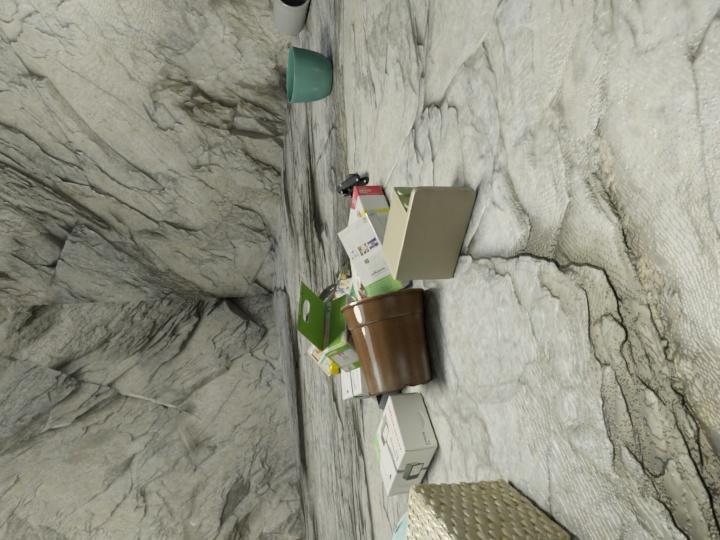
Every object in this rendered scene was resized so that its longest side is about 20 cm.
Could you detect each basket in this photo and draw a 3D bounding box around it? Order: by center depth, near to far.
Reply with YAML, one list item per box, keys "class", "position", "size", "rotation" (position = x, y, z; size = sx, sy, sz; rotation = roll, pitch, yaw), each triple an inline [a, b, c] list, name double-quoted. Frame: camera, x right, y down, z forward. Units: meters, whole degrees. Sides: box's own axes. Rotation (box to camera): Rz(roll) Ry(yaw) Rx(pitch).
- class: "basket"
  position: [0.180, 0.432, 0.806]
  size: [0.200, 0.192, 0.167]
  rotation: [-168, 81, -74]

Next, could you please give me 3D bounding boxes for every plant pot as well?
- class: "plant pot"
  position: [0.071, 0.163, 1.207]
  size: [0.200, 0.194, 0.204]
  rotation: [138, 120, -69]
- class: "plant pot"
  position: [-0.195, -0.750, 2.086]
  size: [0.200, 0.156, 0.208]
  rotation: [178, 90, -75]

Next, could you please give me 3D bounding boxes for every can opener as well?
- class: "can opener"
  position: [-0.030, -0.275, 1.717]
  size: [0.199, 0.061, 0.081]
  rotation: [-176, 85, -75]

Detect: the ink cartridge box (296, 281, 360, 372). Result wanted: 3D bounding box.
- class: "ink cartridge box"
  position: [-0.060, 0.123, 1.279]
  size: [0.200, 0.074, 0.151]
  rotation: [46, -148, -37]

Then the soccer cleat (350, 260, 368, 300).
- class: "soccer cleat"
  position: [0.000, 0.000, 1.636]
  size: [0.077, 0.067, 0.207]
  rotation: [174, 92, -77]

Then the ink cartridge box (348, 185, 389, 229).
- class: "ink cartridge box"
  position: [0.031, -0.114, 1.479]
  size: [0.203, 0.081, 0.148]
  rotation: [-109, 23, -45]

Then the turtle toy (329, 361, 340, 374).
- class: "turtle toy"
  position: [-0.021, 0.270, 1.638]
  size: [0.101, 0.141, 0.206]
  rotation: [-76, -10, -73]

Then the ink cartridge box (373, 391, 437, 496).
- class: "ink cartridge box"
  position: [0.101, 0.410, 1.274]
  size: [0.148, 0.081, 0.204]
  rotation: [-108, 23, -46]

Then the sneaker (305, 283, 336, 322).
- class: "sneaker"
  position: [-0.119, 0.147, 2.079]
  size: [0.202, 0.112, 0.077]
  rotation: [-56, 24, 17]

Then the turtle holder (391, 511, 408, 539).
- class: "turtle holder"
  position: [0.130, 0.545, 1.084]
  size: [0.133, 0.136, 0.191]
  rotation: [-117, 28, -58]

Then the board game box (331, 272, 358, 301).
- class: "board game box"
  position: [-0.053, 0.118, 1.712]
  size: [0.103, 0.023, 0.206]
  rotation: [15, 88, 37]

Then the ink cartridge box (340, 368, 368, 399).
- class: "ink cartridge box"
  position: [0.007, 0.260, 1.439]
  size: [0.200, 0.082, 0.149]
  rotation: [132, 136, -66]

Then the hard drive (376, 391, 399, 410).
- class: "hard drive"
  position: [0.071, 0.270, 1.444]
  size: [0.137, 0.041, 0.203]
  rotation: [-107, 22, -44]

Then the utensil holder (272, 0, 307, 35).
- class: "utensil holder"
  position: [-0.323, -1.221, 2.498]
  size: [0.200, 0.164, 0.176]
  rotation: [135, 132, -71]

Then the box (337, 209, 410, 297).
- class: "box"
  position: [0.032, -0.033, 1.362]
  size: [0.143, 0.036, 0.204]
  rotation: [-27, 89, 53]

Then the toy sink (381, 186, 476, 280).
- class: "toy sink"
  position: [0.127, -0.095, 1.059]
  size: [0.113, 0.126, 0.204]
  rotation: [-111, 24, -50]

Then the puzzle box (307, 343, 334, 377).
- class: "puzzle box"
  position: [-0.078, 0.221, 1.735]
  size: [0.132, 0.025, 0.203]
  rotation: [37, 97, 38]
